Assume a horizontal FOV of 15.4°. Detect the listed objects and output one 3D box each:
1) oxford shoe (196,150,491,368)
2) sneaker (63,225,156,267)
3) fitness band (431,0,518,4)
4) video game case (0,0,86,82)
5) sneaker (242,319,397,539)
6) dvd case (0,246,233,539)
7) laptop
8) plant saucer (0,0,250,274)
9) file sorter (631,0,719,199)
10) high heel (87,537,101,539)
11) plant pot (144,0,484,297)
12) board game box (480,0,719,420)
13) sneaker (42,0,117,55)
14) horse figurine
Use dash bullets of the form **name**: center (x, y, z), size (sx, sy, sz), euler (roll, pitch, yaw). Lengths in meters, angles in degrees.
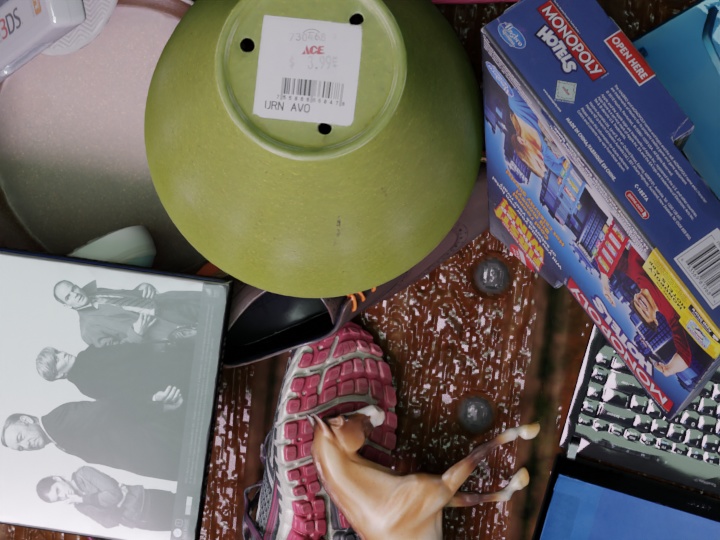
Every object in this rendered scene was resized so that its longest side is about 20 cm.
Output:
- **oxford shoe**: center (0.000, 0.000, 1.493), size (0.199, 0.073, 0.071), euler (-29, 119, 4)
- **sneaker**: center (-0.180, 0.059, 1.509), size (0.200, 0.074, 0.082), euler (-40, 85, 11)
- **fitness band**: center (0.060, -0.218, 1.459), size (0.199, 0.037, 0.144), euler (-1, 105, 11)
- **video game case**: center (-0.202, -0.208, 1.409), size (0.023, 0.182, 0.201), euler (-13, 88, -24)
- **sneaker**: center (-0.035, 0.125, 1.549), size (0.080, 0.075, 0.201), euler (5, 97, -36)
- **dvd case**: center (-0.178, 0.065, 1.462), size (0.199, 0.025, 0.151), euler (8, 94, 4)
- **laptop**: center (0.197, 0.114, 1.488), size (0.176, 0.103, 0.201), euler (16, 107, 4)
- **plant saucer**: center (-0.137, -0.070, 1.533), size (0.199, 0.034, 0.201), euler (2, 104, 9)
- **file sorter**: center (0.255, -0.101, 1.413), size (0.199, 0.123, 0.139), euler (-30, 97, 16)
- **high heel**: center (-0.175, 0.088, 1.548), size (0.067, 0.096, 0.201), euler (-29, 98, 16)
- **plant pot**: center (-0.023, -0.087, 1.361), size (0.186, 0.200, 0.188), euler (0, 85, -1)
- **board game box**: center (0.132, -0.028, 1.401), size (0.062, 0.200, 0.200), euler (-34, 78, -13)
- **sneaker**: center (-0.182, -0.229, 1.472), size (0.073, 0.116, 0.201), euler (-12, 119, -20)
- **horse figurine**: center (0.041, 0.166, 1.531), size (0.132, 0.050, 0.201), euler (-11, 112, -21)
